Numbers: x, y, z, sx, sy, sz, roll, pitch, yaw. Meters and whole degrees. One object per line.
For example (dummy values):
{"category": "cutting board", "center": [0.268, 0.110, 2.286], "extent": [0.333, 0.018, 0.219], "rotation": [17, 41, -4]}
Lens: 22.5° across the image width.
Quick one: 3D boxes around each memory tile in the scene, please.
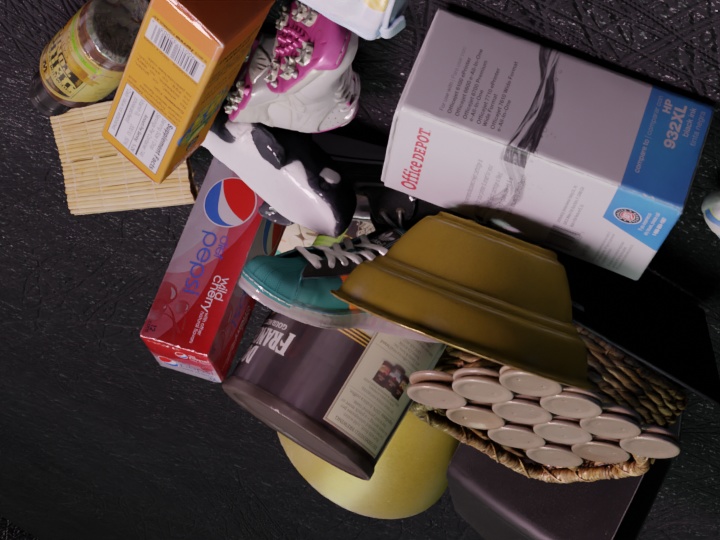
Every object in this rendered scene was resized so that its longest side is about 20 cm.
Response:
{"category": "memory tile", "center": [0.147, 0.117, 1.460], "extent": [0.199, 0.017, 0.152], "rotation": [28, 152, -37]}

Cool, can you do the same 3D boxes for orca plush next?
{"category": "orca plush", "center": [-0.069, -0.098, 1.430], "extent": [0.199, 0.071, 0.106], "rotation": [24, 147, 41]}

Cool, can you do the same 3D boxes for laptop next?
{"category": "laptop", "center": [0.183, 0.037, 1.472], "extent": [0.176, 0.104, 0.200], "rotation": [30, 159, -20]}

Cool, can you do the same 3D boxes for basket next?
{"category": "basket", "center": [0.169, 0.119, 1.559], "extent": [0.199, 0.150, 0.143], "rotation": [33, -178, -39]}

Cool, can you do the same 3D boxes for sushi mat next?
{"category": "sushi mat", "center": [-0.206, -0.100, 1.567], "extent": [0.012, 0.097, 0.199], "rotation": [-14, -173, -40]}

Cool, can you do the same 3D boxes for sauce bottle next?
{"category": "sauce bottle", "center": [-0.215, -0.164, 1.424], "extent": [0.064, 0.065, 0.200], "rotation": [28, 158, -18]}

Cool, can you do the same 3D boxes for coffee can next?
{"category": "coffee can", "center": [-0.003, 0.052, 1.519], "extent": [0.146, 0.201, 0.146], "rotation": [31, 169, 7]}

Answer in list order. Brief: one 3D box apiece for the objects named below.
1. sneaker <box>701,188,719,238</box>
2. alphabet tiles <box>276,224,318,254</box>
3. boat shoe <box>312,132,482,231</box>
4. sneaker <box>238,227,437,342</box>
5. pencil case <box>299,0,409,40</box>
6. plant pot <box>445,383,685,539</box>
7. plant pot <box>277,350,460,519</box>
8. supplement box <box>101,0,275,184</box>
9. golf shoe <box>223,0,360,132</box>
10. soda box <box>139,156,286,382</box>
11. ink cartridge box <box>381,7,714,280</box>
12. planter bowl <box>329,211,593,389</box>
{"category": "sneaker", "center": [0.320, 0.020, 1.280], "extent": [0.199, 0.106, 0.076], "rotation": [26, 160, -12]}
{"category": "alphabet tiles", "center": [-0.051, -0.027, 1.682], "extent": [0.194, 0.015, 0.200], "rotation": [18, 160, 11]}
{"category": "boat shoe", "center": [0.028, -0.056, 1.438], "extent": [0.198, 0.071, 0.072], "rotation": [10, 157, 28]}
{"category": "sneaker", "center": [0.000, 0.000, 1.387], "extent": [0.198, 0.081, 0.071], "rotation": [9, -162, -35]}
{"category": "pencil case", "center": [-0.055, -0.211, 1.097], "extent": [0.198, 0.091, 0.083], "rotation": [20, 160, 2]}
{"category": "plant pot", "center": [0.191, 0.196, 1.759], "extent": [0.176, 0.201, 0.200], "rotation": [23, 162, 17]}
{"category": "plant pot", "center": [0.033, 0.117, 1.751], "extent": [0.199, 0.201, 0.142], "rotation": [25, 135, -10]}
{"category": "supplement box", "center": [-0.127, -0.145, 1.300], "extent": [0.069, 0.067, 0.200], "rotation": [42, 148, 2]}
{"category": "golf shoe", "center": [-0.030, -0.142, 1.295], "extent": [0.091, 0.076, 0.200], "rotation": [18, 170, -18]}
{"category": "soda box", "center": [-0.111, -0.014, 1.500], "extent": [0.063, 0.202, 0.070], "rotation": [15, 160, 14]}
{"category": "ink cartridge box", "center": [0.124, -0.084, 1.247], "extent": [0.198, 0.084, 0.145], "rotation": [20, 162, 3]}
{"category": "planter bowl", "center": [0.084, 0.011, 1.283], "extent": [0.199, 0.084, 0.200], "rotation": [19, -178, -1]}
